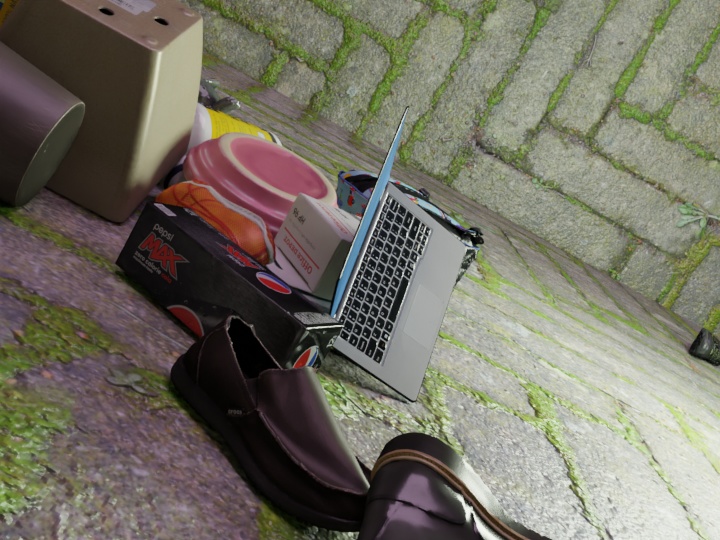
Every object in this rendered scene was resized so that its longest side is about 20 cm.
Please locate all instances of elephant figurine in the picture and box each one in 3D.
[{"bbox_3d":[-0.264,-0.236,1.316,0.155,0.142,0.200,44,4,-3],"label":"elephant figurine"}]

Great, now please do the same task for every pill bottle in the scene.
[{"bbox_3d":[-0.204,-0.156,1.183,0.200,0.111,0.111,15,19,-48],"label":"pill bottle"}]

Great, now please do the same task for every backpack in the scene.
[{"bbox_3d":[0.043,-0.054,1.273,0.200,0.135,0.183,19,17,-41],"label":"backpack"}]

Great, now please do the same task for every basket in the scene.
[{"bbox_3d":[-0.361,-0.156,0.803,0.200,0.136,0.180,32,25,-9],"label":"basket"}]

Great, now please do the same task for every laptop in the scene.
[{"bbox_3d":[0.046,-0.007,0.844,0.200,0.188,0.116,37,-30,-28],"label":"laptop"}]

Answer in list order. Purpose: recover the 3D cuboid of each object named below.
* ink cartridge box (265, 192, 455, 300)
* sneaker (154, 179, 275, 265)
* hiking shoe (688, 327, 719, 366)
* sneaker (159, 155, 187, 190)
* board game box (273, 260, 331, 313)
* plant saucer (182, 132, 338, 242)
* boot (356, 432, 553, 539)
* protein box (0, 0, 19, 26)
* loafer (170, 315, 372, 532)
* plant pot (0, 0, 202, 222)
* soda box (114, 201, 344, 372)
[{"bbox_3d":[-0.012,-0.014,0.956,0.200,0.068,0.116,19,17,-36],"label":"ink cartridge box"},{"bbox_3d":[-0.165,-0.042,0.905,0.077,0.073,0.200,-26,28,-30],"label":"sneaker"},{"bbox_3d":[0.900,0.199,2.314,0.101,0.076,0.200,30,11,19],"label":"hiking shoe"},{"bbox_3d":[-0.149,-0.077,1.116,0.200,0.077,0.081,7,32,-42],"label":"sneaker"},{"bbox_3d":[-0.045,0.025,0.987,0.199,0.043,0.200,25,14,-21],"label":"board game box"},{"bbox_3d":[-0.105,-0.099,1.054,0.200,0.051,0.201,26,23,-12],"label":"plant saucer"},{"bbox_3d":[0.067,0.207,0.524,0.200,0.077,0.138,39,33,-1],"label":"boot"},{"bbox_3d":[-0.435,-0.335,1.307,0.200,0.135,0.199,28,13,-8],"label":"protein box"},{"bbox_3d":[-0.053,0.099,0.619,0.200,0.071,0.073,36,14,28],"label":"loafer"},{"bbox_3d":[-0.273,-0.205,0.946,0.199,0.177,0.200,28,33,-4],"label":"plant pot"},{"bbox_3d":[-0.116,0.021,0.781,0.200,0.071,0.063,36,13,25],"label":"soda box"}]
